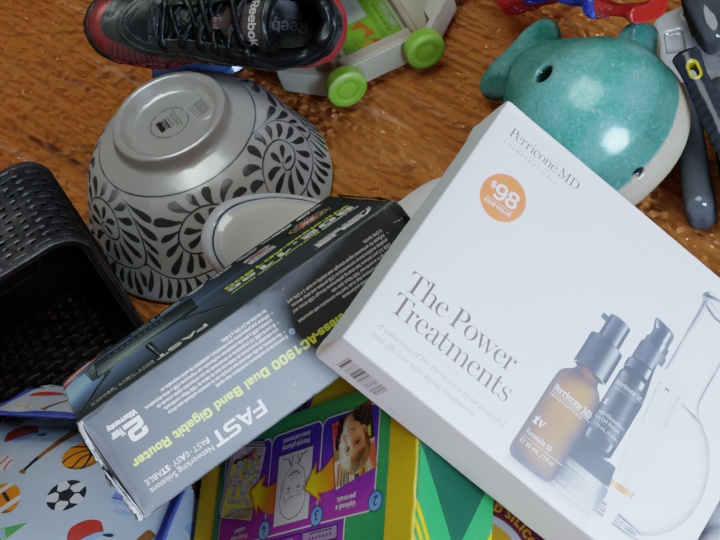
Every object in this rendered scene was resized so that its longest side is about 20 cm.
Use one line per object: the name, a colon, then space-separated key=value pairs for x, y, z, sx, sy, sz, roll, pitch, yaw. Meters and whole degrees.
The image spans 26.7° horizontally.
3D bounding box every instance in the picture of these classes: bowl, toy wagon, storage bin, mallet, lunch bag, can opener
bowl: x=-0.127 y=-0.084 z=1.127 sx=0.199 sy=0.095 sz=0.202 roll=-9 pitch=51 yaw=12
toy wagon: x=0.016 y=-0.212 z=1.216 sx=0.199 sy=0.040 sz=0.156 roll=-25 pitch=49 yaw=-2
storage bin: x=-0.266 y=0.037 z=1.046 sx=0.199 sy=0.136 sz=0.094 roll=-32 pitch=50 yaw=-5
mallet: x=0.238 y=-0.049 z=0.970 sx=0.065 sy=0.041 sz=0.201 roll=-28 pitch=71 yaw=2
lunch bag: x=-0.160 y=0.146 z=0.942 sx=0.168 sy=0.125 sz=0.201 roll=0 pitch=39 yaw=19
can opener: x=0.236 y=-0.124 z=1.052 sx=0.053 sy=0.067 sz=0.201 roll=-9 pitch=50 yaw=13

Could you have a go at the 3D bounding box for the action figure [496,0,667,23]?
action figure: x=0.164 y=-0.224 z=1.114 sx=0.098 sy=0.066 sz=0.199 roll=-29 pitch=24 yaw=-23

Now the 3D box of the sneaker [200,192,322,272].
sneaker: x=0.000 y=0.000 z=0.945 sx=0.198 sy=0.071 sz=0.074 roll=16 pitch=86 yaw=-18

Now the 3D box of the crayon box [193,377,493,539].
crayon box: x=-0.014 y=0.139 z=0.814 sx=0.199 sy=0.058 sz=0.174 roll=-24 pitch=54 yaw=47

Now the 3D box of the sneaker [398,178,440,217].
sneaker: x=0.000 y=-0.001 z=1.022 sx=0.200 sy=0.071 sz=0.073 roll=-42 pitch=51 yaw=-15

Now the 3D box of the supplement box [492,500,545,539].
supplement box: x=0.087 y=0.136 z=0.835 sx=0.110 sy=0.086 sz=0.202 roll=16 pitch=85 yaw=28

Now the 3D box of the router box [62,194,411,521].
router box: x=-0.063 y=0.038 z=0.819 sx=0.199 sy=0.062 sz=0.150 roll=-36 pitch=12 yaw=-10

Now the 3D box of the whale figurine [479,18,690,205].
whale figurine: x=0.138 y=-0.122 z=1.053 sx=0.159 sy=0.104 sz=0.200 roll=-44 pitch=38 yaw=9

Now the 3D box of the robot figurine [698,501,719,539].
robot figurine: x=0.241 y=0.106 z=0.836 sx=0.200 sy=0.113 sz=0.169 roll=-44 pitch=26 yaw=-17

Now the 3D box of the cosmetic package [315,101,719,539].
cosmetic package: x=0.101 y=0.040 z=0.745 sx=0.199 sy=0.052 sz=0.151 roll=38 pitch=68 yaw=-7

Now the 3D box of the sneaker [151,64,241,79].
sneaker: x=-0.096 y=-0.222 z=1.194 sx=0.200 sy=0.082 sz=0.074 roll=-40 pitch=49 yaw=8

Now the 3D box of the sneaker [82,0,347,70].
sneaker: x=-0.103 y=-0.182 z=1.108 sx=0.198 sy=0.072 sz=0.098 roll=0 pitch=7 yaw=-9
